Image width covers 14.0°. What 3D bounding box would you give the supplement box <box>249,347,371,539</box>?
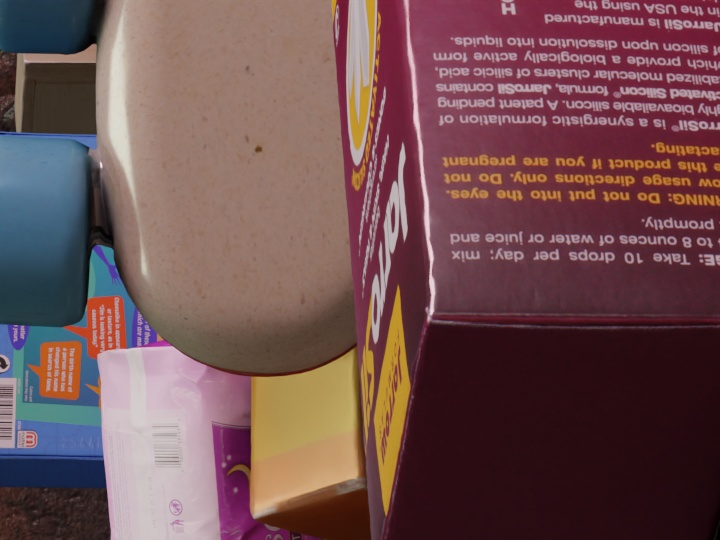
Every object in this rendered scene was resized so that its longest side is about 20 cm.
[{"bbox_3d":[0.000,0.000,1.132,0.066,0.069,0.200,-20,64,43],"label":"supplement box"}]

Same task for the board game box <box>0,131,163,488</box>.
[{"bbox_3d":[-0.075,0.018,1.278,0.045,0.199,0.152,106,165,-68],"label":"board game box"}]

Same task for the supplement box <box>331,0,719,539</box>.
[{"bbox_3d":[0.044,-0.032,0.743,0.110,0.085,0.200,100,169,-50],"label":"supplement box"}]

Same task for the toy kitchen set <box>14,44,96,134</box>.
[{"bbox_3d":[-0.091,-0.186,1.530,0.163,0.180,0.200,102,164,-53],"label":"toy kitchen set"}]

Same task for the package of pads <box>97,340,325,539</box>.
[{"bbox_3d":[-0.039,0.119,1.178,0.076,0.120,0.201,-1,95,43],"label":"package of pads"}]

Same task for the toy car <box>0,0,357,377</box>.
[{"bbox_3d":[-0.035,-0.045,1.023,0.200,0.184,0.177,116,155,-82],"label":"toy car"}]
